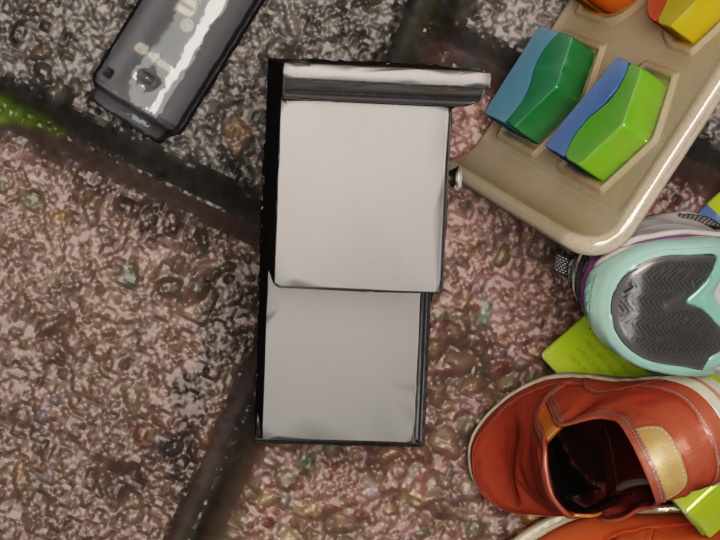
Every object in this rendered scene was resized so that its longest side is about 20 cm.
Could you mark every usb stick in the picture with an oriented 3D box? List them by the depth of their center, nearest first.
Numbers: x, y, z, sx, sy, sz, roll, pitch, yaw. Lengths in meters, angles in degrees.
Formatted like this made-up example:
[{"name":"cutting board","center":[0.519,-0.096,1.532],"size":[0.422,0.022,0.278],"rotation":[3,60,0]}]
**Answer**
[{"name":"usb stick","center":[-0.065,-0.159,1.113],"size":[0.055,0.033,0.201],"rotation":[32,93,-8]}]

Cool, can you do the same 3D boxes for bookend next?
[{"name":"bookend","center":[0.000,0.000,1.051],"size":[0.092,0.200,0.200],"rotation":[2,95,-4]}]

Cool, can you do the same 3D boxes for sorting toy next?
[{"name":"sorting toy","center":[0.127,-0.109,1.057],"size":[0.036,0.185,0.200],"rotation":[37,91,-23]}]

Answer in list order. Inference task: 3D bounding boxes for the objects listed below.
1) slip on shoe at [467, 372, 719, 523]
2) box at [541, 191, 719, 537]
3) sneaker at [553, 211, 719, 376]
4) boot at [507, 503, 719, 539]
[{"name":"slip on shoe","center":[0.105,0.090,1.075],"size":[0.061,0.200,0.074],"rotation":[-26,96,-29]},{"name":"box","center":[0.205,0.022,1.117],"size":[0.200,0.048,0.122],"rotation":[-43,58,1]},{"name":"sneaker","center":[0.189,0.008,1.055],"size":[0.199,0.140,0.078],"rotation":[12,100,-14]},{"name":"boot","center":[0.153,0.160,1.127],"size":[0.199,0.107,0.075],"rotation":[-13,99,-1]}]
